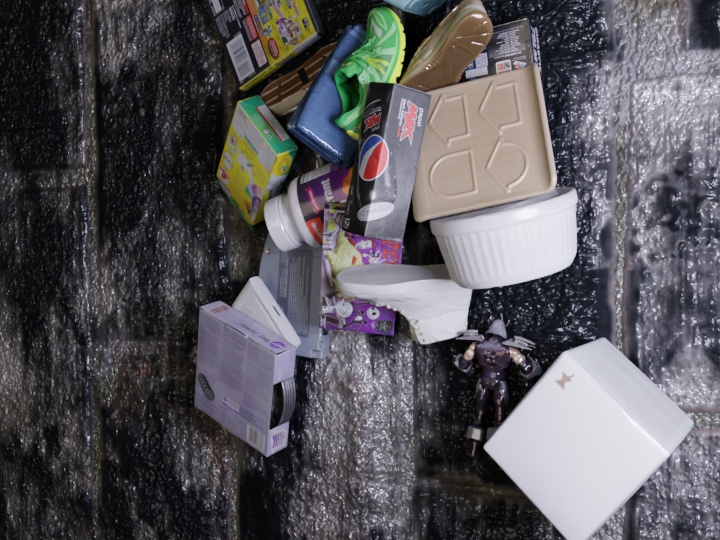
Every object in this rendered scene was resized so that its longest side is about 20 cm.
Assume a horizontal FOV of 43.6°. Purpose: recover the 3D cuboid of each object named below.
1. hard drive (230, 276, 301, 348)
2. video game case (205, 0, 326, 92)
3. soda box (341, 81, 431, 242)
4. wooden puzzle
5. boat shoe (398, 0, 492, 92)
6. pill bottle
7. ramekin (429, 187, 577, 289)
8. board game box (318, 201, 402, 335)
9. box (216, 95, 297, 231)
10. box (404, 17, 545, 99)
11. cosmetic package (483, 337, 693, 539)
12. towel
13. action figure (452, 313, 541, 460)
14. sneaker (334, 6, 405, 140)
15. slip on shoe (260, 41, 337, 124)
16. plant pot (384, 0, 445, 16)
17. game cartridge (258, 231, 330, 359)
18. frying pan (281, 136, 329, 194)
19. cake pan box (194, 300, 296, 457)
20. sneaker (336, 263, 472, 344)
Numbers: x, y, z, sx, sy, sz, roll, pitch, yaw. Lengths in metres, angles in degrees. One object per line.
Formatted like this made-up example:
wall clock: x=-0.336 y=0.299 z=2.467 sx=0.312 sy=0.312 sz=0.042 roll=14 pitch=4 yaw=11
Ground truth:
hard drive: x=-0.180 y=0.124 z=1.466 sx=0.133 sy=0.026 sz=0.201 roll=54 pitch=131 yaw=18
video game case: x=-0.162 y=-0.427 z=1.476 sx=0.179 sy=0.025 sz=0.204 roll=-28 pitch=77 yaw=27
soda box: x=0.034 y=-0.145 z=1.209 sx=0.063 sy=0.070 sz=0.205 roll=18 pitch=99 yaw=55
wooden puzzle: x=0.158 y=-0.166 z=1.206 sx=0.196 sy=0.046 sz=0.190 roll=-13 pitch=67 yaw=20
boat shoe: x=0.109 y=-0.290 z=1.256 sx=0.200 sy=0.070 sz=0.065 roll=-44 pitch=35 yaw=31
pill bottle: x=-0.041 y=-0.101 z=1.349 sx=0.196 sy=0.111 sz=0.114 roll=-20 pitch=82 yaw=18
ramekin: x=0.196 y=-0.042 z=1.192 sx=0.198 sy=0.202 sz=0.097 roll=-10 pitch=98 yaw=29
board game box: x=0.000 y=0.000 z=1.323 sx=0.117 sy=0.033 sz=0.204 roll=3 pitch=120 yaw=-1
box: x=-0.171 y=-0.164 z=1.439 sx=0.118 sy=0.048 sz=0.201 roll=53 pitch=142 yaw=18
box: x=0.164 y=-0.233 z=1.282 sx=0.196 sy=0.049 sz=0.204 roll=-7 pitch=88 yaw=29
cosmetic package: x=0.291 y=0.208 z=1.136 sx=0.168 sy=0.199 sz=0.167 roll=46 pitch=111 yaw=21
towel: x=-0.018 y=-0.252 z=1.307 sx=0.203 sy=0.111 sz=0.048 roll=-62 pitch=17 yaw=-22
action figure: x=0.186 y=0.162 z=1.273 sx=0.128 sy=0.069 sz=0.205 roll=6 pitch=91 yaw=36
sneaker: x=0.010 y=-0.282 z=1.257 sx=0.074 sy=0.082 sz=0.205 roll=-17 pitch=60 yaw=60
slip on shoe: x=-0.061 y=-0.291 z=1.406 sx=0.197 sy=0.061 sz=0.077 roll=-29 pitch=51 yaw=9
plant pot: x=0.064 y=-0.475 z=1.258 sx=0.195 sy=0.195 sz=0.202 roll=-38 pitch=82 yaw=24
game cartridge: x=-0.105 y=0.033 z=1.450 sx=0.130 sy=0.040 sz=0.205 roll=6 pitch=94 yaw=26
frying pan: x=-0.064 y=-0.168 z=1.428 sx=0.187 sy=0.031 sz=0.118 roll=-12 pitch=87 yaw=32
cake pan box: x=-0.186 y=0.171 z=1.433 sx=0.198 sy=0.052 sz=0.188 roll=24 pitch=120 yaw=37
sneaker: x=0.063 y=0.054 z=1.292 sx=0.195 sy=0.074 sz=0.118 roll=1 pitch=117 yaw=1
